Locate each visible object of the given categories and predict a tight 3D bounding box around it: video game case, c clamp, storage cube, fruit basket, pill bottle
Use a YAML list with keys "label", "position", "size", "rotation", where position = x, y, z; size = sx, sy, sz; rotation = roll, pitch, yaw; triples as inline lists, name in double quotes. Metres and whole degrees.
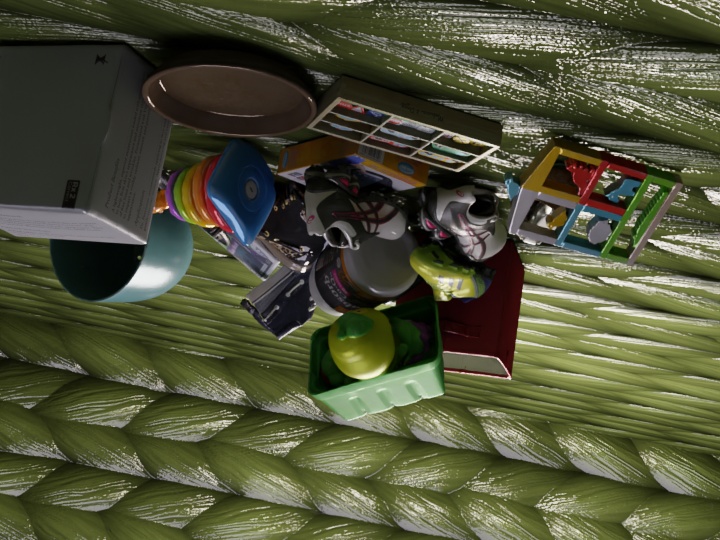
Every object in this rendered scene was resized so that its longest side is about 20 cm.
- label: "video game case"
  position: [-0.199, -0.061, 1.913]
  size: [0.181, 0.023, 0.200]
  rotation: [41, 167, -3]
- label: "c clamp"
  position: [-0.256, -0.103, 1.810]
  size: [0.200, 0.027, 0.171]
  rotation: [44, 169, -13]
- label: "storage cube"
  position: [0.155, 0.055, 1.942]
  size: [0.168, 0.182, 0.200]
  rotation: [6, 165, 16]
- label: "fruit basket"
  position: [0.013, 0.104, 1.761]
  size: [0.212, 0.157, 0.218]
  rotation: [0, 131, 1]
- label: "pill bottle"
  position: [0.000, 0.000, 1.800]
  size: [0.115, 0.118, 0.200]
  rotation: [15, 161, -17]

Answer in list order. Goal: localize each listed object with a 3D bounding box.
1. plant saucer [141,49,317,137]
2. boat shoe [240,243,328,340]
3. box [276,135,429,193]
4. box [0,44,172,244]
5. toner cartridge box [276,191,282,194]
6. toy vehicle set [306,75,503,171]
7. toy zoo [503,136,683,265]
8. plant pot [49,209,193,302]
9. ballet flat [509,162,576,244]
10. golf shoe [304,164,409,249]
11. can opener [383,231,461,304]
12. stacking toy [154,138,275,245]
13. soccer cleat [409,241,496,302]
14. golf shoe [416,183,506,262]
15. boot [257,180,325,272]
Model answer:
- label: "plant saucer"
  position: [-0.146, -0.199, 1.413]
  size: [0.197, 0.030, 0.200]
  rotation: [3, 164, 1]
- label: "boat shoe"
  position: [-0.085, 0.023, 1.970]
  size: [0.093, 0.199, 0.075]
  rotation: [52, 179, 0]
- label: "box"
  position: [-0.017, -0.132, 1.617]
  size: [0.118, 0.042, 0.199]
  rotation: [20, 162, -34]
- label: "box"
  position: [-0.341, -0.146, 1.463]
  size: [0.197, 0.202, 0.131]
  rotation: [4, 165, 24]
- label: "toner cartridge box"
  position: [-0.045, -0.073, 1.879]
  size: [0.197, 0.044, 0.095]
  rotation: [9, 168, 9]
- label: "toy vehicle set"
  position: [0.049, -0.165, 1.442]
  size: [0.197, 0.027, 0.124]
  rotation: [15, 166, -15]
- label: "toy zoo"
  position: [0.258, -0.082, 1.466]
  size: [0.197, 0.021, 0.132]
  rotation: [15, 128, -15]
- label: "plant pot"
  position: [-0.355, -0.044, 1.954]
  size: [0.198, 0.204, 0.160]
  rotation: [3, 174, 31]
- label: "ballet flat"
  position: [0.227, -0.074, 1.578]
  size: [0.067, 0.073, 0.200]
  rotation: [14, 167, -8]
- label: "golf shoe"
  position: [-0.010, -0.064, 1.590]
  size: [0.076, 0.089, 0.199]
  rotation: [1, 165, 36]
- label: "can opener"
  position: [0.093, -0.012, 1.825]
  size: [0.078, 0.064, 0.200]
  rotation: [35, 123, -23]
- label: "stacking toy"
  position: [-0.222, -0.100, 1.697]
  size: [0.198, 0.111, 0.117]
  rotation: [-4, 136, 34]
- label: "soccer cleat"
  position: [0.121, 0.012, 1.749]
  size: [0.065, 0.084, 0.199]
  rotation: [47, -162, 27]
- label: "golf shoe"
  position: [0.157, -0.064, 1.685]
  size: [0.087, 0.078, 0.199]
  rotation: [-16, 160, 32]
- label: "boot"
  position: [-0.115, -0.096, 1.760]
  size: [0.200, 0.073, 0.150]
  rotation: [42, 142, -7]
